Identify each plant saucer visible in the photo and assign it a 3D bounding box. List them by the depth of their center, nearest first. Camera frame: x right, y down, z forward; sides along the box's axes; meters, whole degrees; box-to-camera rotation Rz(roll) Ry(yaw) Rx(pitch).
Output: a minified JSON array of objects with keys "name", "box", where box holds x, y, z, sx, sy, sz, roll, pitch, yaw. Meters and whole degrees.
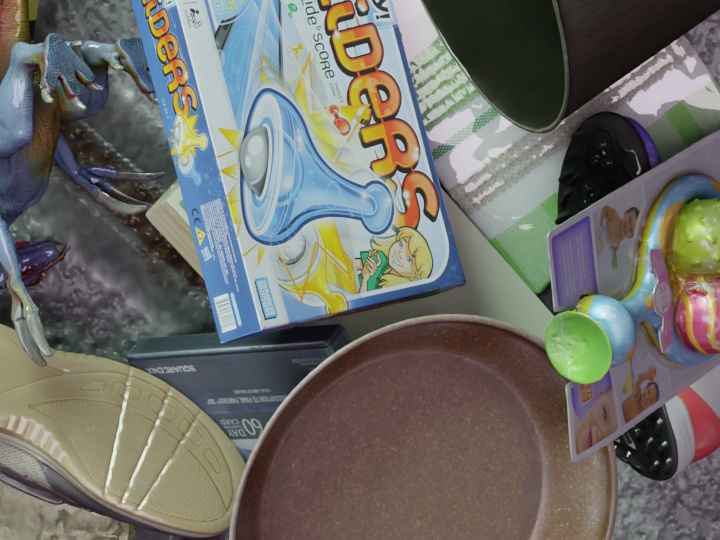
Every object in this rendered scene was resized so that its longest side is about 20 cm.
[{"name":"plant saucer","box":[0.026,0.113,1.261,0.200,0.037,0.201,-6,106,-22]}]

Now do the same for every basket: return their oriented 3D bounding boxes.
[{"name":"basket","box":[0.133,-0.183,1.260,0.199,0.136,0.181,-24,84,-21]}]

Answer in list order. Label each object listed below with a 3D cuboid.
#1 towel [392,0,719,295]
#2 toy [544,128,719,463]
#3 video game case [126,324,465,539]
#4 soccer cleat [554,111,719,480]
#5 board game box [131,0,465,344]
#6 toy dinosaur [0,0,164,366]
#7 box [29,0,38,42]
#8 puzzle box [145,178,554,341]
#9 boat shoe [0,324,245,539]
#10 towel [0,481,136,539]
[{"name":"towel","box":[0.088,-0.106,1.356,0.149,0.031,0.200,-34,105,7]},{"name":"toy","box":[0.163,0.007,1.288,0.047,0.200,0.116,7,113,40]},{"name":"video game case","box":[-0.019,0.113,1.335,0.143,0.019,0.200,-5,123,43]},{"name":"soccer cleat","box":[0.152,0.006,1.358,0.073,0.068,0.201,-27,114,-32]},{"name":"board game box","box":[-0.032,-0.076,1.264,0.135,0.034,0.201,-13,86,-42]},{"name":"toy dinosaur","box":[-0.162,-0.062,1.295,0.181,0.105,0.200,-32,86,46]},{"name":"box","box":[-0.189,-0.213,1.286,0.075,0.050,0.201,12,104,21]},{"name":"puzzle box","box":[0.000,0.000,1.330,0.200,0.025,0.133,48,55,-10]},{"name":"boat shoe","box":[-0.152,0.081,1.330,0.199,0.065,0.072,23,62,-7]},{"name":"towel","box":[-0.197,0.168,1.393,0.148,0.036,0.201,11,103,-6]}]
